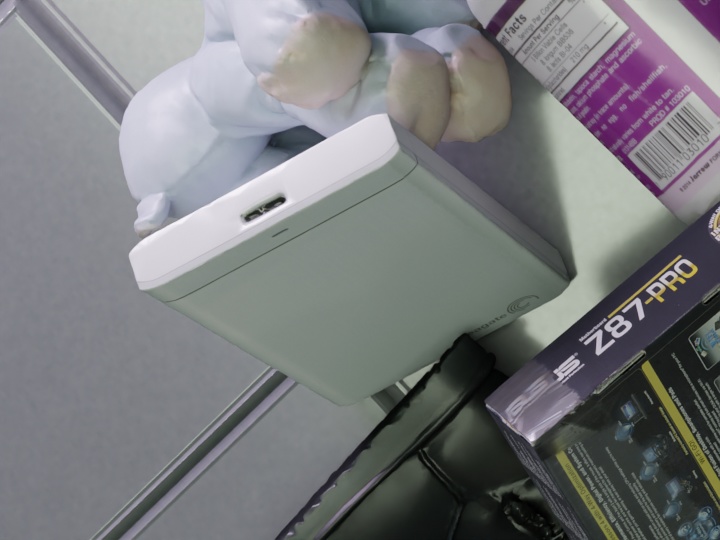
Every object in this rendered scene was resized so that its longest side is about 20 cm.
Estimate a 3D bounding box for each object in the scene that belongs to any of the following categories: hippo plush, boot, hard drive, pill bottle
[{"bbox_3d":[-0.047,-0.073,1.352,0.199,0.160,0.161,29,115,-10],"label":"hippo plush"},{"bbox_3d":[0.050,0.151,1.412,0.168,0.076,0.200,43,109,0],"label":"boot"},{"bbox_3d":[0.000,0.000,1.341,0.131,0.200,0.027,-28,64,15],"label":"hard drive"},{"bbox_3d":[0.118,-0.125,1.332,0.200,0.112,0.112,45,106,2],"label":"pill bottle"}]

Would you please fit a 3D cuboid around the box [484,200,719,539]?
[{"bbox_3d":[0.164,0.080,1.312,0.161,0.049,0.200,-41,127,-9],"label":"box"}]
